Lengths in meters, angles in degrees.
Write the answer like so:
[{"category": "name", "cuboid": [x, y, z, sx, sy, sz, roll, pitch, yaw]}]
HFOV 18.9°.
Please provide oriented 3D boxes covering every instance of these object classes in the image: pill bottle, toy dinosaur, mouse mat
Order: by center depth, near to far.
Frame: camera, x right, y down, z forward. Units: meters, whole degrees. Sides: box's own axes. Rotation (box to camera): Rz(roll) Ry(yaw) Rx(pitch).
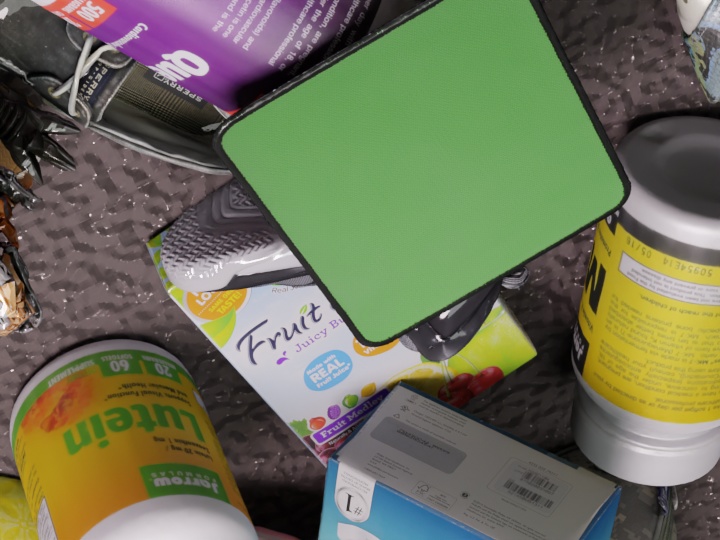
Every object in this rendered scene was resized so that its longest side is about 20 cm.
[{"category": "toy dinosaur", "cuboid": [-0.199, -0.057, 0.983, 0.102, 0.201, 0.136, -19, 171, 14]}, {"category": "pill bottle", "cuboid": [-0.054, -0.133, 1.005, 0.200, 0.113, 0.113, 29, 113, -22]}, {"category": "mouse mat", "cuboid": [0.035, -0.049, 1.028, 0.161, 0.008, 0.200, -30, 141, 5]}, {"category": "pill bottle", "cuboid": [-0.116, 0.140, 1.168, 0.111, 0.200, 0.111, -12, 131, -14]}, {"category": "pill bottle", "cuboid": [0.185, 0.022, 1.263, 0.114, 0.114, 0.201, -7, 129, -19]}]

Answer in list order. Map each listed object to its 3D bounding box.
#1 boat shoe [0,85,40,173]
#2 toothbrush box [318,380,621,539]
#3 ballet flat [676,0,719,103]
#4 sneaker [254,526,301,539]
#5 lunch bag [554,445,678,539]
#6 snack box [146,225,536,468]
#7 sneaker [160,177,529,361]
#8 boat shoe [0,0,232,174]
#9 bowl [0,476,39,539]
[{"category": "boat shoe", "cuboid": [-0.228, -0.010, 1.094, 0.200, 0.071, 0.069, -46, 163, 4]}, {"category": "toothbrush box", "cuboid": [0.053, 0.186, 1.236, 0.085, 0.146, 0.201, -43, 149, -45]}, {"category": "ballet flat", "cuboid": [0.195, -0.183, 1.143, 0.074, 0.074, 0.201, -1, 125, -23]}, {"category": "sneaker", "cuboid": [-0.097, 0.218, 1.336, 0.104, 0.076, 0.200, 22, 135, -8]}, {"category": "lunch bag", "cuboid": [0.130, 0.223, 1.389, 0.168, 0.139, 0.201, -46, 149, -42]}, {"category": "snack box", "cuboid": [-0.007, 0.017, 1.216, 0.142, 0.053, 0.200, -35, 132, 4]}, {"category": "sneaker", "cuboid": [0.000, 0.000, 1.119, 0.199, 0.076, 0.114, -17, 126, -12]}, {"category": "boat shoe", "cuboid": [-0.126, -0.106, 1.049, 0.199, 0.071, 0.072, 21, 117, -34]}, {"category": "bowl", "cuboid": [-0.233, 0.227, 1.253, 0.199, 0.108, 0.201, -13, 131, -15]}]
